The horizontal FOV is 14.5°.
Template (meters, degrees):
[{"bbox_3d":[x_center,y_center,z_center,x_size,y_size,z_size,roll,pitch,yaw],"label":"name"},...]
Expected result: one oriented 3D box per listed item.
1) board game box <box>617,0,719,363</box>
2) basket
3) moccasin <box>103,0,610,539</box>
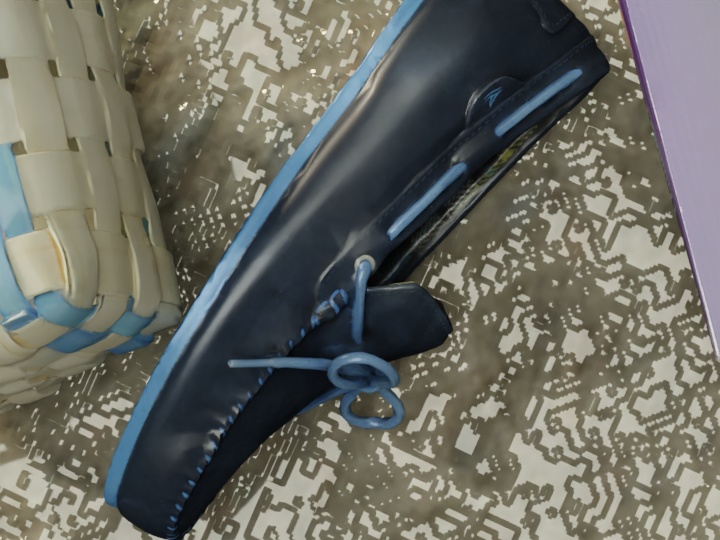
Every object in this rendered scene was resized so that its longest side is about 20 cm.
[{"bbox_3d":[0.157,-0.089,0.817,0.164,0.057,0.201,-15,86,7],"label":"board game box"},{"bbox_3d":[-0.161,-0.015,0.820,0.199,0.139,0.177,-14,83,14],"label":"basket"},{"bbox_3d":[0.000,0.000,0.826,0.068,0.080,0.200,34,95,4],"label":"moccasin"}]
